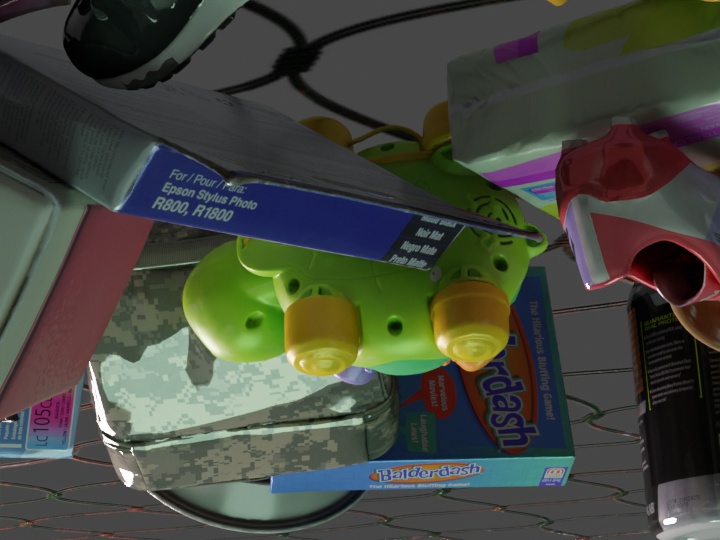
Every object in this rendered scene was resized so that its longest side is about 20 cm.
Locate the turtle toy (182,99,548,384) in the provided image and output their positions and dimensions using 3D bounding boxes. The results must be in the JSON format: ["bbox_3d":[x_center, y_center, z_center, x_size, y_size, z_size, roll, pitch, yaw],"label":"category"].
[{"bbox_3d":[0.000,0.000,0.846,0.198,0.147,0.101,-7,149,10],"label":"turtle toy"}]

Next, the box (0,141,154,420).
[{"bbox_3d":[-0.181,-0.011,0.708,0.127,0.110,0.200,26,-176,3],"label":"box"}]

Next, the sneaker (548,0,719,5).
[{"bbox_3d":[0.141,-0.134,0.576,0.198,0.078,0.078,-4,161,-1],"label":"sneaker"}]

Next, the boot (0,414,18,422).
[{"bbox_3d":[-0.221,0.018,0.918,0.067,0.132,0.200,-5,163,-1],"label":"boot"}]

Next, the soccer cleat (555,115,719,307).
[{"bbox_3d":[0.167,-0.013,0.742,0.199,0.077,0.067,13,156,-37],"label":"soccer cleat"}]

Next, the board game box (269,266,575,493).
[{"bbox_3d":[0.035,0.071,1.088,0.198,0.153,0.045,-1,145,-7],"label":"board game box"}]

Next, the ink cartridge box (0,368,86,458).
[{"bbox_3d":[-0.294,0.065,1.067,0.199,0.077,0.136,6,-166,-21],"label":"ink cartridge box"}]

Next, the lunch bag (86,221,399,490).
[{"bbox_3d":[-0.072,0.032,0.979,0.198,0.140,0.168,-6,146,2],"label":"lunch bag"}]

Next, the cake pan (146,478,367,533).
[{"bbox_3d":[-0.077,0.096,1.132,0.199,0.201,0.037,3,131,-17],"label":"cake pan"}]

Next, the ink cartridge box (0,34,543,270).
[{"bbox_3d":[-0.053,-0.043,0.705,0.199,0.041,0.199,10,-166,-47],"label":"ink cartridge box"}]

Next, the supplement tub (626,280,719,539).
[{"bbox_3d":[0.237,0.070,1.038,0.122,0.202,0.123,-3,164,-1],"label":"supplement tub"}]

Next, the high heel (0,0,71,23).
[{"bbox_3d":[-0.168,-0.127,0.576,0.095,0.068,0.200,-13,176,-2],"label":"high heel"}]

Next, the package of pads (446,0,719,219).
[{"bbox_3d":[0.164,-0.077,0.778,0.199,0.069,0.154,-13,159,32],"label":"package of pads"}]

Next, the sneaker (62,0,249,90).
[{"bbox_3d":[-0.071,-0.136,0.586,0.087,0.076,0.200,30,147,-27],"label":"sneaker"}]

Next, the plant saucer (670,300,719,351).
[{"bbox_3d":[0.267,-0.024,0.913,0.199,0.032,0.201,-5,137,-4],"label":"plant saucer"}]
